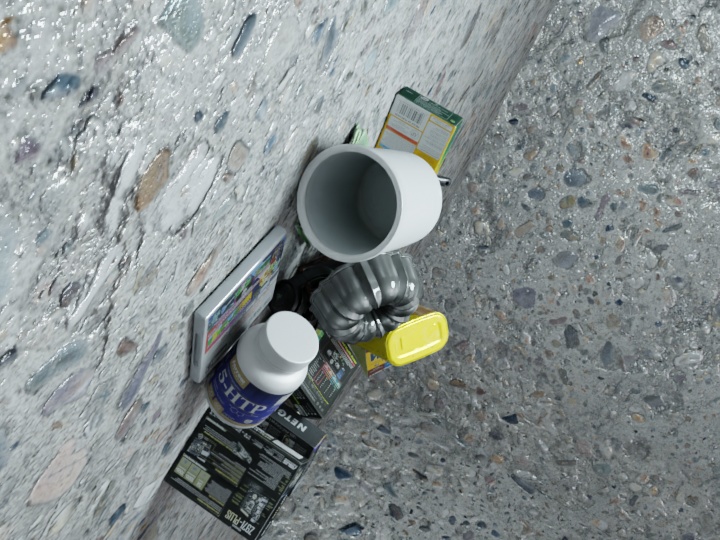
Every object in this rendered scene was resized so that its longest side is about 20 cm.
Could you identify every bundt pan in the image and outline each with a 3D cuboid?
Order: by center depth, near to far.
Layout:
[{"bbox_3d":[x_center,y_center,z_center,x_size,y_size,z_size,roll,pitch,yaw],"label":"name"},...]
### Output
[{"bbox_3d":[0.019,0.056,1.250,0.201,0.076,0.202,-21,150,-12],"label":"bundt pan"}]

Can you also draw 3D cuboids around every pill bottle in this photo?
[{"bbox_3d":[-0.152,0.153,1.153,0.200,0.120,0.120,-47,-179,40],"label":"pill bottle"}]

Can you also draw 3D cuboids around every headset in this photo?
[{"bbox_3d":[-0.111,0.079,1.283,0.199,0.094,0.124,-35,142,-7],"label":"headset"}]

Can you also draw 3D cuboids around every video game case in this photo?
[{"bbox_3d":[-0.183,0.050,1.097,0.200,0.023,0.183,-52,169,-37],"label":"video game case"}]

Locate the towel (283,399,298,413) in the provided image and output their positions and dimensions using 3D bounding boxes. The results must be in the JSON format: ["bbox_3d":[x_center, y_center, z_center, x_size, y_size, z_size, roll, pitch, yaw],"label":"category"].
[{"bbox_3d":[-0.142,0.216,1.535,0.200,0.132,0.035,-46,161,-54],"label":"towel"}]

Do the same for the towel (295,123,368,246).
[{"bbox_3d":[-0.045,-0.139,1.251,0.201,0.023,0.153,-60,172,-6],"label":"towel"}]

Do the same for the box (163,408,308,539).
[{"bbox_3d":[-0.223,0.364,1.341,0.164,0.199,0.086,-58,171,-6],"label":"box"}]

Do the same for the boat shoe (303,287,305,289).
[{"bbox_3d":[-0.078,0.051,1.543,0.200,0.075,0.074,-50,172,-39],"label":"boat shoe"}]

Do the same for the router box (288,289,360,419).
[{"bbox_3d":[-0.102,0.160,1.407,0.062,0.201,0.150,-8,-147,43],"label":"router box"}]

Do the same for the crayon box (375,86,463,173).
[{"bbox_3d":[0.096,-0.229,1.401,0.052,0.125,0.201,-49,168,-50],"label":"crayon box"}]

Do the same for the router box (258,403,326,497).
[{"bbox_3d":[-0.183,0.328,1.453,0.052,0.199,0.158,-41,161,-55],"label":"router box"}]

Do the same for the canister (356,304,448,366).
[{"bbox_3d":[0.058,0.108,1.426,0.148,0.200,0.087,-19,109,-26],"label":"canister"}]

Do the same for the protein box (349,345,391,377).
[{"bbox_3d":[0.026,0.102,1.689,0.134,0.199,0.200,-26,154,-11],"label":"protein box"}]

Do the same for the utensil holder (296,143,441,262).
[{"bbox_3d":[0.023,-0.109,1.140,0.171,0.170,0.200,-62,162,20],"label":"utensil holder"}]

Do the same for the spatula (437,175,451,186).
[{"bbox_3d":[0.086,-0.171,1.347,0.199,0.021,0.057,0,134,-32],"label":"spatula"}]

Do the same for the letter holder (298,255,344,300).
[{"bbox_3d":[0.000,0.000,1.426,0.141,0.101,0.200,-18,-175,29],"label":"letter holder"}]
